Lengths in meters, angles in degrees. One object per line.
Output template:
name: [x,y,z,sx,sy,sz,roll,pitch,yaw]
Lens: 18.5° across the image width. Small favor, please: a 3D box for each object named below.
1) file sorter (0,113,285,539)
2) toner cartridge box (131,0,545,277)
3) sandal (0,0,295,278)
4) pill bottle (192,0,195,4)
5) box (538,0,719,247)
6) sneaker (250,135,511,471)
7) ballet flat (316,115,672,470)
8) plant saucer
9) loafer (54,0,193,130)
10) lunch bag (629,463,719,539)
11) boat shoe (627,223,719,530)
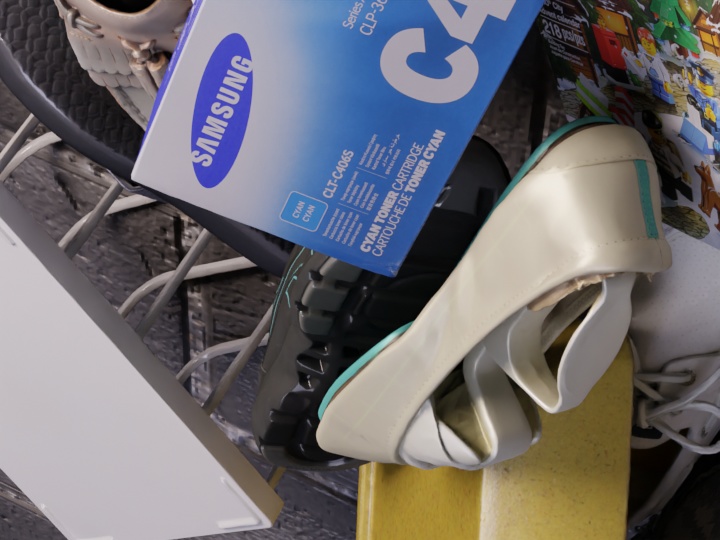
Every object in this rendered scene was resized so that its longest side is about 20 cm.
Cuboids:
file sorter: [-0.115,0.007,0.973,0.138,0.125,0.200,-12,125,45]
toner cartridge box: [0.007,-0.093,0.661,0.094,0.043,0.201,21,131,-8]
sandal: [-0.084,-0.059,0.892,0.200,0.076,0.043,42,145,-26]
pill bottle: [-0.017,-0.141,0.728,0.111,0.113,0.201,11,139,29]
box: [0.121,-0.065,0.670,0.200,0.038,0.137,32,148,57]
sneaker: [0.000,0.000,0.834,0.075,0.080,0.200,9,145,-18]
ballet flat: [0.044,0.029,0.744,0.069,0.070,0.200,35,139,-1]
plant saucer: [0.041,0.115,0.875,0.048,0.202,0.200,2,-178,-19]
loafer: [-0.087,-0.117,0.785,0.071,0.063,0.201,-5,128,11]
lunch bag: [0.162,0.173,0.887,0.139,0.201,0.168,32,149,-3]
boat shoe: [0.113,0.043,0.863,0.074,0.086,0.203,27,145,9]
